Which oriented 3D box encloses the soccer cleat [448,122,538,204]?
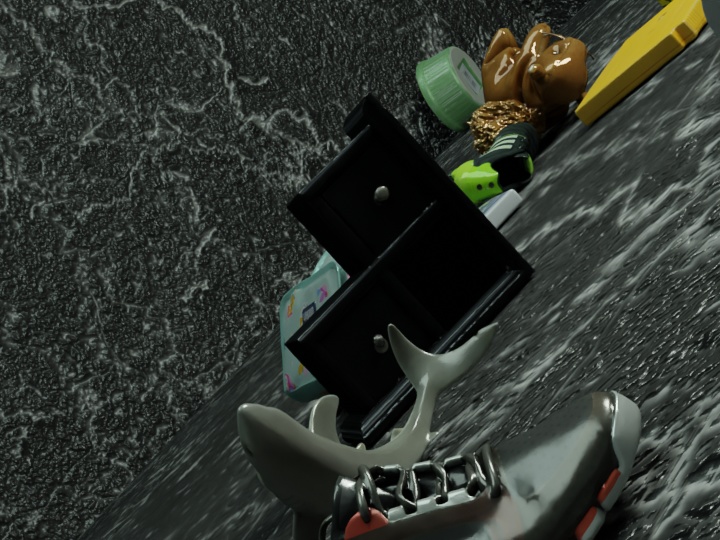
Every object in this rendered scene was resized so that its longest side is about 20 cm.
[{"bbox_3d":[0.181,-0.128,1.634,0.080,0.068,0.200,-5,21,35],"label":"soccer cleat"}]

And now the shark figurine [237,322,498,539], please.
[{"bbox_3d":[0.022,0.112,0.834,0.089,0.130,0.214,-7,9,38],"label":"shark figurine"}]

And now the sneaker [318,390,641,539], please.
[{"bbox_3d":[0.028,0.110,0.567,0.200,0.082,0.077,-44,4,11],"label":"sneaker"}]

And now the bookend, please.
[{"bbox_3d":[0.000,0.000,1.114,0.199,0.200,0.092,-44,4,-12],"label":"bookend"}]

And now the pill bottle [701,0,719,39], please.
[{"bbox_3d":[0.318,-0.234,0.976,0.109,0.110,0.200,-39,6,45],"label":"pill bottle"}]

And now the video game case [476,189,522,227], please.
[{"bbox_3d":[0.087,-0.007,1.552,0.200,0.023,0.182,-45,5,-12],"label":"video game case"}]

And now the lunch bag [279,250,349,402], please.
[{"bbox_3d":[0.003,0.033,1.325,0.201,0.122,0.170,-55,11,-27],"label":"lunch bag"}]

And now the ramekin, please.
[{"bbox_3d":[0.234,-0.449,3.328,0.097,0.201,0.200,-32,9,28],"label":"ramekin"}]

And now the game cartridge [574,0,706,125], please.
[{"bbox_3d":[0.345,-0.265,1.578,0.176,0.032,0.200,-40,8,44],"label":"game cartridge"}]

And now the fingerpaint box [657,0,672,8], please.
[{"bbox_3d":[0.478,-0.451,1.797,0.200,0.073,0.167,-48,6,-40],"label":"fingerpaint box"}]

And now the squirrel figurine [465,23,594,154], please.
[{"bbox_3d":[0.229,-0.222,1.778,0.201,0.141,0.186,-58,16,-4],"label":"squirrel figurine"}]
